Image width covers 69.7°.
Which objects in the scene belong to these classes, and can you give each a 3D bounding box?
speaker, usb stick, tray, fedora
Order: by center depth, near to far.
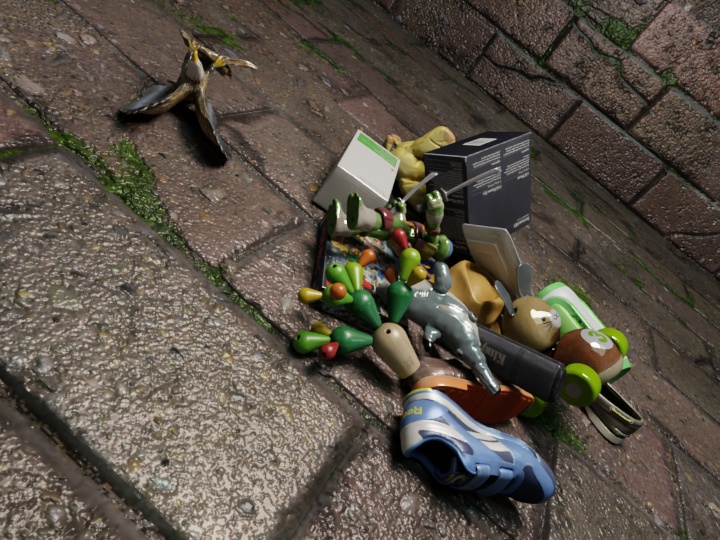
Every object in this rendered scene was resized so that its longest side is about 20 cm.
[{"bbox_3d":[0.177,0.109,0.691,0.032,0.056,0.199,-7,23,-43],"label":"usb stick"},{"bbox_3d":[0.175,0.045,0.839,0.200,0.082,0.201,25,34,-18],"label":"fedora"},{"bbox_3d":[0.236,0.013,0.875,0.107,0.022,0.201,19,-37,59],"label":"tray"},{"bbox_3d":[0.414,0.120,0.981,0.088,0.089,0.201,5,45,-42],"label":"speaker"}]

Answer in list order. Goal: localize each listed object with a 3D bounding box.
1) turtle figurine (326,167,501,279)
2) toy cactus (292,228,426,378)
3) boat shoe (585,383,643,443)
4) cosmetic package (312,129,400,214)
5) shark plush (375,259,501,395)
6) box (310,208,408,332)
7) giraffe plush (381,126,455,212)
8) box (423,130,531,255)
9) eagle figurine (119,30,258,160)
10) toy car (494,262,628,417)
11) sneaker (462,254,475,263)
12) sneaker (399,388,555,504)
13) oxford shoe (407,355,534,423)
[{"bbox_3d":[0.060,-0.095,0.758,0.193,0.201,0.144,6,27,-29],"label":"turtle figurine"},{"bbox_3d":[0.020,0.054,0.628,0.200,0.102,0.165,-40,96,-31],"label":"toy cactus"},{"bbox_3d":[0.394,0.194,0.890,0.072,0.060,0.202,-3,50,-47],"label":"boat shoe"},{"bbox_3d":[-0.001,-0.163,0.930,0.107,0.085,0.200,34,31,-12],"label":"cosmetic package"},{"bbox_3d":[0.105,0.084,0.683,0.083,0.091,0.201,-22,72,-31],"label":"shark plush"},{"bbox_3d":[0.000,0.000,0.764,0.136,0.038,0.201,26,33,-19],"label":"box"},{"bbox_3d":[0.122,-0.227,1.104,0.199,0.174,0.162,0,23,5],"label":"giraffe plush"},{"bbox_3d":[0.227,-0.153,0.984,0.199,0.183,0.104,-25,28,-34],"label":"box"},{"bbox_3d":[-0.262,-0.269,0.795,0.151,0.151,0.201,1,67,14],"label":"eagle figurine"},{"bbox_3d":[0.279,0.087,0.780,0.164,0.158,0.201,-24,84,-45],"label":"toy car"},{"bbox_3d":[0.227,-0.029,1.021,0.087,0.076,0.200,20,31,18],"label":"sneaker"},{"bbox_3d":[0.127,0.218,0.585,0.199,0.074,0.082,29,34,0],"label":"sneaker"},{"bbox_3d":[0.150,0.152,0.692,0.199,0.071,0.073,19,31,-28],"label":"oxford shoe"}]
